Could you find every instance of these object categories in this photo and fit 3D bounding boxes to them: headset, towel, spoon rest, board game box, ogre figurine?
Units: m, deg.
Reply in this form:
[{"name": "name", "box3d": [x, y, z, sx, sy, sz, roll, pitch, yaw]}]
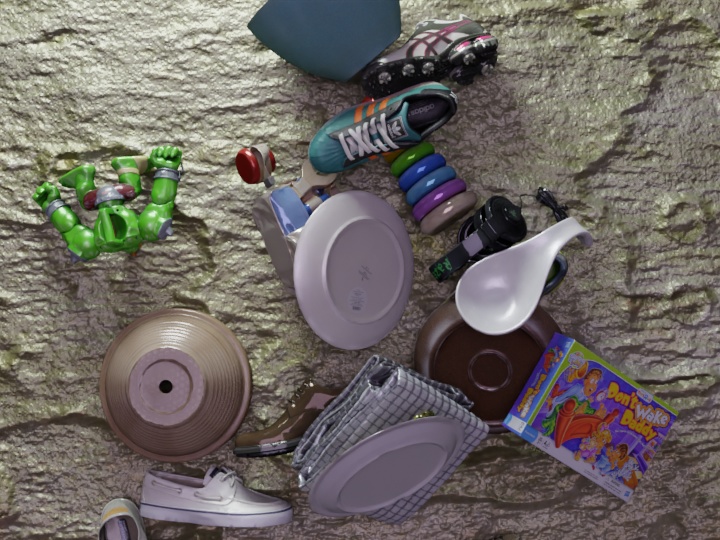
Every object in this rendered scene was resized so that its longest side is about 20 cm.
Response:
[{"name": "headset", "box3d": [0.178, -0.041, 1.457, 0.200, 0.124, 0.094, -38, 87, -22]}, {"name": "towel", "box3d": [0.033, 0.206, 1.407, 0.165, 0.086, 0.200, 29, 110, -28]}, {"name": "spoon rest", "box3d": [0.202, 0.000, 1.396, 0.200, 0.061, 0.099, -39, 65, -15]}, {"name": "board game box", "box3d": [0.290, 0.186, 1.431, 0.199, 0.045, 0.135, 32, 87, -26]}, {"name": "ogre figurine", "box3d": [-0.320, -0.080, 1.472, 0.198, 0.098, 0.121, -10, 75, -11]}]

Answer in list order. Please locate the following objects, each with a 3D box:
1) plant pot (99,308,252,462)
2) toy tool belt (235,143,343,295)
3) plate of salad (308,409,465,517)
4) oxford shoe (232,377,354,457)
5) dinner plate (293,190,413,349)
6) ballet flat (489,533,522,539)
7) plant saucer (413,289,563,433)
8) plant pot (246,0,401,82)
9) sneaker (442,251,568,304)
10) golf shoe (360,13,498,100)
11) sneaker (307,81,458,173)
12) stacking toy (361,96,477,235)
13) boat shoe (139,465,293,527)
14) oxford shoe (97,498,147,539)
[{"name": "plant pot", "box3d": [-0.241, 0.148, 1.458, 0.199, 0.093, 0.203, 0, 87, 1]}, {"name": "toy tool belt", "box3d": [-0.071, -0.078, 1.472, 0.122, 0.125, 0.201, -23, 89, -32]}, {"name": "plate of salad", "box3d": [0.028, 0.222, 1.323, 0.199, 0.200, 0.048, -28, 57, -1]}, {"name": "oxford shoe", "box3d": [-0.075, 0.186, 1.468, 0.199, 0.073, 0.085, -19, 84, -13]}, {"name": "dinner plate", "box3d": [0.000, 0.000, 1.438, 0.199, 0.024, 0.202, -3, 95, -39]}, {"name": "ballet flat", "box3d": [0.126, 0.406, 1.445, 0.200, 0.068, 0.075, -49, 124, 0]}, {"name": "plant saucer", "box3d": [0.165, 0.123, 1.448, 0.198, 0.032, 0.202, 3, 110, 9]}, {"name": "plant pot", "box3d": [-0.025, -0.320, 1.441, 0.200, 0.200, 0.135, -41, 97, -2]}, {"name": "sneaker", "box3d": [0.182, 0.029, 1.467, 0.199, 0.081, 0.074, -34, 86, -2]}, {"name": "golf shoe", "box3d": [0.080, -0.274, 1.479, 0.199, 0.077, 0.088, -18, 57, -22]}, {"name": "sneaker", "box3d": [0.028, -0.177, 1.408, 0.199, 0.080, 0.072, -27, 106, -3]}, {"name": "stacking toy", "box3d": [0.067, -0.149, 1.483, 0.085, 0.085, 0.201, -32, 83, -1]}, {"name": "boat shoe", "box3d": [-0.184, 0.286, 1.463, 0.198, 0.071, 0.070, 4, 89, 7]}, {"name": "oxford shoe", "box3d": [-0.288, 0.392, 1.461, 0.075, 0.058, 0.201, -19, 88, -3]}]
